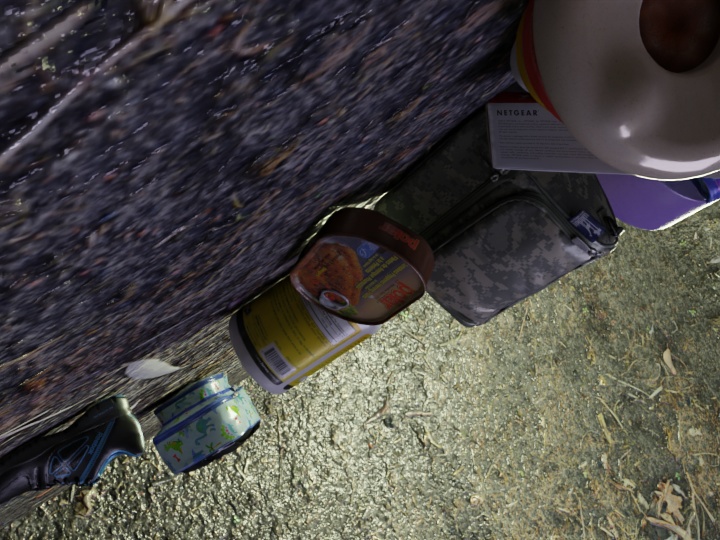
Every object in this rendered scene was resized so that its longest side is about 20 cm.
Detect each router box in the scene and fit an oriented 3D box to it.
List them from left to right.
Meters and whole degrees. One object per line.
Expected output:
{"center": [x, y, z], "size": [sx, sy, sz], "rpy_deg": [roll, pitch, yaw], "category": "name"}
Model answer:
{"center": [0.214, -0.121, 0.587], "size": [0.198, 0.049, 0.179], "rpy_deg": [6, -151, 32], "category": "router box"}

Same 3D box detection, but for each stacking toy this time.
{"center": [0.134, -0.131, 0.467], "size": [0.145, 0.147, 0.200], "rpy_deg": [-32, -166, -4], "category": "stacking toy"}

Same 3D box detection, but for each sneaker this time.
{"center": [-0.351, 0.229, 0.983], "size": [0.199, 0.082, 0.073], "rpy_deg": [-31, 177, -14], "category": "sneaker"}

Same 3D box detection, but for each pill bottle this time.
{"center": [-0.046, 0.048, 0.974], "size": [0.199, 0.113, 0.112], "rpy_deg": [-33, 176, 10], "category": "pill bottle"}

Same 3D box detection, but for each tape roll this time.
{"center": [0.350, -0.156, 1.002], "size": [0.199, 0.201, 0.085], "rpy_deg": [-29, 175, -34], "category": "tape roll"}

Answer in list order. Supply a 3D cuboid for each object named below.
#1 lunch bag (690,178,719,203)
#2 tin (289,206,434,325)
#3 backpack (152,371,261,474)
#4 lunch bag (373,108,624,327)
{"center": [0.349, -0.175, 0.783], "size": [0.150, 0.201, 0.094], "rpy_deg": [-32, 175, 6], "category": "lunch bag"}
{"center": [0.000, 0.000, 0.808], "size": [0.042, 0.111, 0.200], "rpy_deg": [-61, -171, -25], "category": "tin"}
{"center": [-0.296, 0.284, 1.548], "size": [0.182, 0.148, 0.200], "rpy_deg": [-32, 179, 1], "category": "backpack"}
{"center": [0.135, -0.052, 0.811], "size": [0.139, 0.169, 0.200], "rpy_deg": [-28, 173, -47], "category": "lunch bag"}
